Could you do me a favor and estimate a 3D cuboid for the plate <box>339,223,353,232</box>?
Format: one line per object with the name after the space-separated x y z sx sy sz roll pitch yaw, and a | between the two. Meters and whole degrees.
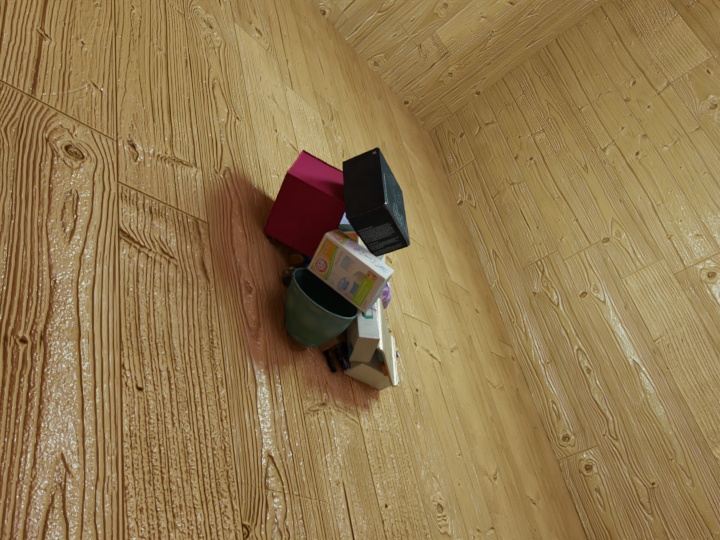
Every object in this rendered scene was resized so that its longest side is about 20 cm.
-0.020 -0.140 1.853 0.198 0.194 0.027 8 86 -60 | plate

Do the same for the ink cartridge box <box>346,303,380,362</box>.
0.002 0.137 1.495 0.065 0.118 0.205 6 48 -15 | ink cartridge box

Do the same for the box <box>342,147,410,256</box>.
0.043 -0.184 1.465 0.198 0.120 0.206 53 26 -51 | box

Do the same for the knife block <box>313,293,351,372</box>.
-0.090 0.185 1.493 0.200 0.063 0.179 45 28 -34 | knife block

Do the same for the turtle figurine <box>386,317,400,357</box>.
0.081 0.223 1.789 0.198 0.063 0.166 -6 69 -64 | turtle figurine

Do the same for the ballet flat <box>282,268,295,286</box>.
-0.148 0.053 1.524 0.198 0.067 0.047 36 34 -33 | ballet flat

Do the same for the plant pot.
-0.121 0.111 1.387 0.196 0.136 0.201 31 18 -11 | plant pot

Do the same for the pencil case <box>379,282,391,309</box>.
0.056 0.079 1.675 0.082 0.088 0.200 25 -8 10 | pencil case

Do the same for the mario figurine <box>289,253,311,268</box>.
-0.149 -0.029 1.619 0.103 0.128 0.199 23 25 21 | mario figurine

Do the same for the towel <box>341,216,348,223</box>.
-0.091 -0.215 1.924 0.146 0.024 0.198 54 20 19 | towel

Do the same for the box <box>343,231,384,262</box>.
-0.003 -0.072 1.843 0.198 0.109 0.106 7 85 -61 | box

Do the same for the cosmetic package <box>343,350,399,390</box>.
0.029 0.275 1.611 0.198 0.080 0.116 35 36 -46 | cosmetic package

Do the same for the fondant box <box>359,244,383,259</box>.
0.000 0.000 1.601 0.057 0.148 0.199 29 10 13 | fondant box

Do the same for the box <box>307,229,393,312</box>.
-0.026 -0.003 1.413 0.197 0.114 0.101 37 20 9 | box

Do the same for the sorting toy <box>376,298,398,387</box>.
0.069 0.214 1.566 0.203 0.035 0.189 68 14 -44 | sorting toy

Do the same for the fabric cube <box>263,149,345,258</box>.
-0.143 -0.191 1.543 0.195 0.203 0.198 26 31 -5 | fabric cube
